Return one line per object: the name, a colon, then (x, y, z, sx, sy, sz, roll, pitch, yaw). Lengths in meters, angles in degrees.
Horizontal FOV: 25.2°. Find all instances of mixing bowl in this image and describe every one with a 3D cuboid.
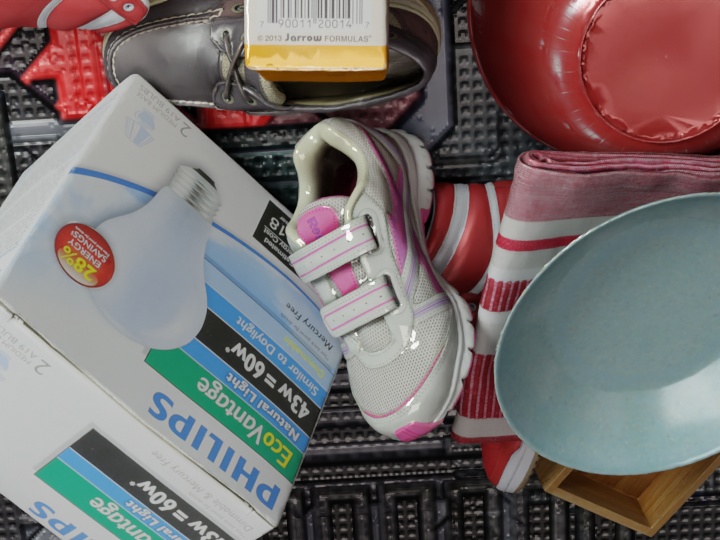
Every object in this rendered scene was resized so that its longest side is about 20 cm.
mixing bowl: (0.160, -0.135, 0.892, 0.198, 0.109, 0.202, 0, 114, 0)

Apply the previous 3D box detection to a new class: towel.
towel: (0.136, 0.021, 0.912, 0.142, 0.023, 0.202, 0, 127, -15)

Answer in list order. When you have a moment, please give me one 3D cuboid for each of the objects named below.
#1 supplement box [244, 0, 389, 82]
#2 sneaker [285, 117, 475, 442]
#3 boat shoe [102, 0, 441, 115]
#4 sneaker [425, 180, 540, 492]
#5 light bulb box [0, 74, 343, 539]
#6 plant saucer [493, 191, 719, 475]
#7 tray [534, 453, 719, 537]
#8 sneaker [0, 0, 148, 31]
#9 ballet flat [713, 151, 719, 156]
supplement box: (-0.021, -0.200, 0.818, 0.073, 0.126, 0.202, 0, 94, 1)
sneaker: (0.000, 0.000, 0.900, 0.081, 0.202, 0.088, -33, 145, 30)
boat shoe: (-0.052, -0.123, 0.918, 0.198, 0.065, 0.073, 0, 117, 1)
sneaker: (0.067, 0.039, 0.990, 0.111, 0.071, 0.202, 5, 107, -7)
light bulb box: (-0.124, 0.037, 0.903, 0.198, 0.201, 0.124, 41, 130, -18)
plant saucer: (0.166, 0.029, 0.887, 0.199, 0.039, 0.202, -7, 130, -8)
tray: (0.206, 0.074, 1.011, 0.098, 0.037, 0.200, 25, 116, -29)
sneaker: (-0.154, -0.189, 0.835, 0.111, 0.072, 0.200, 1, 157, -19)
ballet flat: (0.219, -0.051, 0.969, 0.199, 0.047, 0.067, -37, 141, 21)
